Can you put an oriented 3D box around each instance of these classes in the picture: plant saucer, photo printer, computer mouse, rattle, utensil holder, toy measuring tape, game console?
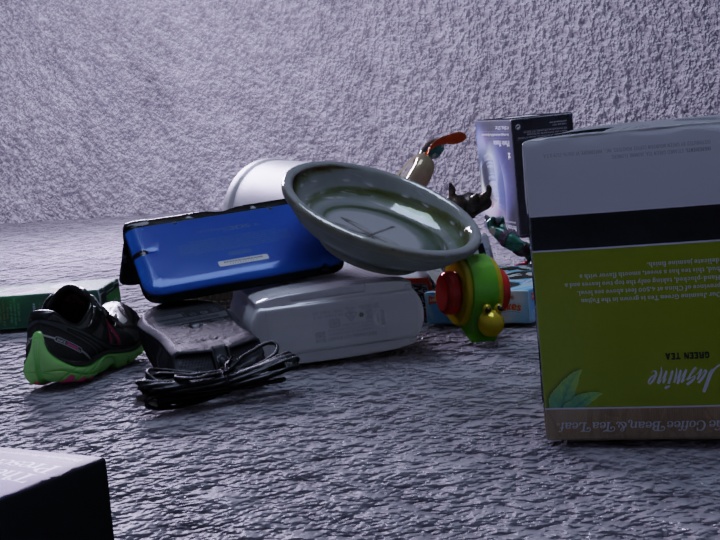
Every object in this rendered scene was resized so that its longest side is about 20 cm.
[{"bbox_3d":[0.015,-0.042,1.199,0.197,0.051,0.201,15,24,-7],"label":"plant saucer"},{"bbox_3d":[-0.041,0.039,1.226,0.164,0.071,0.200,-8,7,-13],"label":"photo printer"},{"bbox_3d":[-0.141,0.078,1.086,0.136,0.054,0.200,-9,18,-18],"label":"computer mouse"},{"bbox_3d":[0.017,-0.117,1.512,0.142,0.201,0.130,33,1,1],"label":"rattle"},{"bbox_3d":[-0.071,-0.072,1.766,0.168,0.173,0.199,-10,10,-39],"label":"utensil holder"},{"bbox_3d":[0.097,0.001,1.235,0.072,0.075,0.200,-6,29,-15],"label":"toy measuring tape"},{"bbox_3d":[-0.133,0.002,1.257,0.197,0.120,0.171,-10,39,-17],"label":"game console"}]

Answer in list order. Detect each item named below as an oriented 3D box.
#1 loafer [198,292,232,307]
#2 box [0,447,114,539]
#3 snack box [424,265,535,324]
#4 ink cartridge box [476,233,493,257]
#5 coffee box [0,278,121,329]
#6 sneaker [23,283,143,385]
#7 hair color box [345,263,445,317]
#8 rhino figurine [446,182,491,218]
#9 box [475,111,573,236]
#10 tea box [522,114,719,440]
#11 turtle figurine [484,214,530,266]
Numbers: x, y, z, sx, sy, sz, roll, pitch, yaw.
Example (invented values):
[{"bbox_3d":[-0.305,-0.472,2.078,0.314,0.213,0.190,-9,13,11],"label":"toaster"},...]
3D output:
[{"bbox_3d":[-0.158,0.008,1.586,0.197,0.077,0.068,3,2,-27],"label":"loafer"},{"bbox_3d":[-0.231,0.131,0.571,0.197,0.080,0.141,0,11,30],"label":"box"},{"bbox_3d":[0.158,0.024,1.360,0.115,0.038,0.199,-2,7,25],"label":"snack box"},{"bbox_3d":[0.056,0.004,1.490,0.197,0.040,0.099,-16,3,16],"label":"ink cartridge box"},{"bbox_3d":[-0.403,0.043,1.544,0.197,0.045,0.123,-4,6,0],"label":"coffee box"},{"bbox_3d":[-0.259,0.052,1.203,0.075,0.085,0.200,-3,7,9],"label":"sneaker"},{"bbox_3d":[0.000,0.000,1.400,0.197,0.062,0.102,-2,41,22],"label":"hair color box"},{"bbox_3d":[0.089,-0.050,1.547,0.087,0.061,0.199,14,-38,-42],"label":"rhino figurine"},{"bbox_3d":[0.290,-0.170,2.204,0.121,0.202,0.200,-8,7,-11],"label":"box"},{"bbox_3d":[0.199,-0.002,0.871,0.132,0.200,0.200,-3,8,19],"label":"tea box"},{"bbox_3d":[0.238,-0.033,1.523,0.148,0.102,0.200,-13,5,-16],"label":"turtle figurine"}]
